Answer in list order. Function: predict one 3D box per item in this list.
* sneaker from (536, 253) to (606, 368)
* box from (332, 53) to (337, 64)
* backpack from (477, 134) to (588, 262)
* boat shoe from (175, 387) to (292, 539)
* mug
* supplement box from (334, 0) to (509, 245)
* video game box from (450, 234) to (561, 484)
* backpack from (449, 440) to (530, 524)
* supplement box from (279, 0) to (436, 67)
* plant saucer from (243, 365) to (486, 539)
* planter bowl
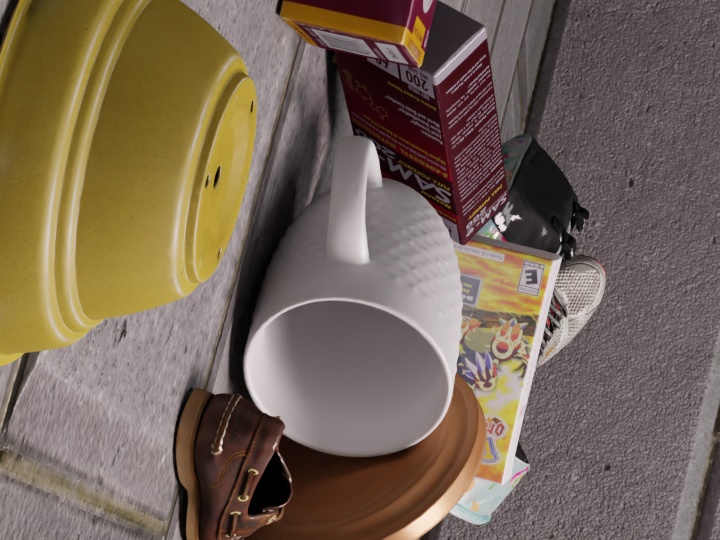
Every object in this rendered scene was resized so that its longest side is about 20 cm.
[{"bbox_3d":[0.144,0.062,1.842,0.200,0.078,0.082,-42,-168,-15],"label":"sneaker"},{"bbox_3d":[0.047,-0.245,1.634,0.201,0.021,0.163,-66,167,9],"label":"box"},{"bbox_3d":[0.074,-0.027,1.830,0.200,0.151,0.178,-39,-169,25],"label":"backpack"},{"bbox_3d":[-0.080,0.144,1.408,0.200,0.070,0.071,90,14,-65],"label":"boat shoe"},{"bbox_3d":[0.000,0.000,1.491,0.176,0.147,0.201,-78,167,-51],"label":"mug"},{"bbox_3d":[0.045,-0.119,1.565,0.061,0.109,0.200,-45,148,-21],"label":"supplement box"},{"bbox_3d":[0.040,0.054,1.652,0.047,0.199,0.183,-25,128,-75],"label":"video game box"},{"bbox_3d":[0.055,0.154,1.946,0.151,0.200,0.178,-56,174,2],"label":"backpack"},{"bbox_3d":[0.017,-0.245,1.381,0.110,0.085,0.201,18,86,-82],"label":"supplement box"},{"bbox_3d":[-0.006,0.134,1.524,0.032,0.199,0.201,63,32,-34],"label":"plant saucer"},{"bbox_3d":[-0.095,-0.048,0.904,0.200,0.083,0.202,13,90,-83],"label":"planter bowl"}]
